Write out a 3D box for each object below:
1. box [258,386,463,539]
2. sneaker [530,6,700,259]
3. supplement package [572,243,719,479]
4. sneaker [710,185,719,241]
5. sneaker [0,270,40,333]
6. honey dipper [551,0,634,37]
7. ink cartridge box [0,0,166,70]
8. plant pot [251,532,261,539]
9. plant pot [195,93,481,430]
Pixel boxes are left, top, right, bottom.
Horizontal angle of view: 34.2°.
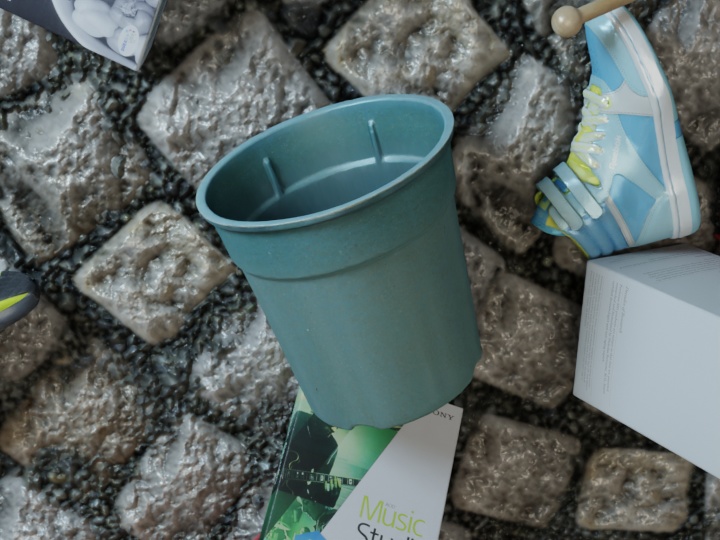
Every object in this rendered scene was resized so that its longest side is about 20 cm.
[{"bbox_3d":[-0.001,0.186,0.960,0.142,0.203,0.036,19,151,-10],"label":"box"},{"bbox_3d":[0.182,-0.098,0.919,0.129,0.080,0.203,-21,107,3],"label":"sneaker"},{"bbox_3d":[0.276,0.070,0.899,0.120,0.199,0.122,-8,111,-30],"label":"supplement package"},{"bbox_3d":[0.360,-0.011,0.970,0.095,0.079,0.202,-30,114,-8],"label":"sneaker"},{"bbox_3d":[-0.328,0.077,0.961,0.199,0.074,0.081,-37,113,17],"label":"sneaker"},{"bbox_3d":[0.225,-0.218,0.872,0.198,0.038,0.039,-25,109,-14],"label":"honey dipper"},{"bbox_3d":[-0.217,-0.261,0.819,0.197,0.044,0.199,24,136,-9],"label":"ink cartridge box"},{"bbox_3d":[-0.085,0.353,1.004,0.200,0.201,0.177,42,113,-15],"label":"plant pot"},{"bbox_3d":[0.000,0.000,0.891,0.197,0.201,0.199,-17,116,3],"label":"plant pot"}]
